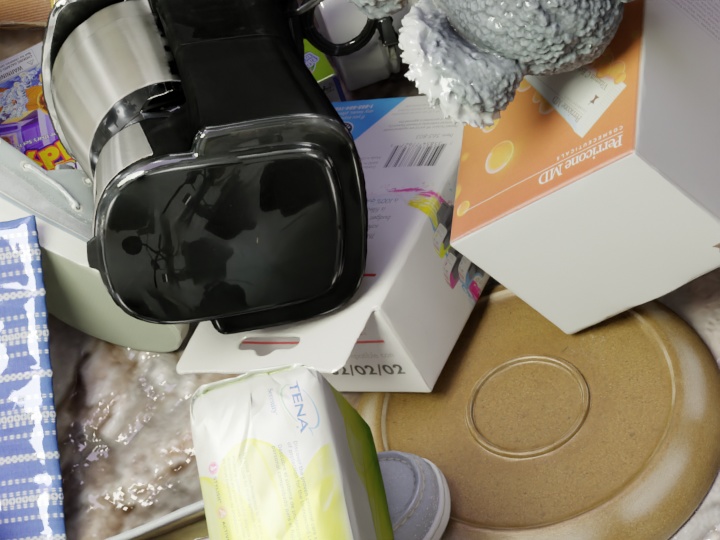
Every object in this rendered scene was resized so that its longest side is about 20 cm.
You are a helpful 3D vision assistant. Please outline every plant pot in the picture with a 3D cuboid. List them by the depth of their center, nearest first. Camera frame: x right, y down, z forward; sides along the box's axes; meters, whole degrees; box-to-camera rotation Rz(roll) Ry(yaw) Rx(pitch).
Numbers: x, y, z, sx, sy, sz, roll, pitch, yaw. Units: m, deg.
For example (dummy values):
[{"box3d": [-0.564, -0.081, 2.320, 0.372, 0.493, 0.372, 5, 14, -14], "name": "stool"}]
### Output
[{"box3d": [0.087, 0.075, 1.430, 0.199, 0.028, 0.200, -9, 49, 10], "name": "plant pot"}]

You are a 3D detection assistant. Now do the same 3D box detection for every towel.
[{"box3d": [-0.230, 0.078, 1.468, 0.144, 0.024, 0.201, -8, 81, 10], "name": "towel"}]

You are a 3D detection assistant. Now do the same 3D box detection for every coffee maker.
[{"box3d": [-0.060, -0.075, 1.431, 0.192, 0.135, 0.200, -30, 34, 2], "name": "coffee maker"}]

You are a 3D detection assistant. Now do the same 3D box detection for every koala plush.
[{"box3d": [0.062, -0.173, 1.373, 0.177, 0.184, 0.200, -31, 59, 6], "name": "koala plush"}]

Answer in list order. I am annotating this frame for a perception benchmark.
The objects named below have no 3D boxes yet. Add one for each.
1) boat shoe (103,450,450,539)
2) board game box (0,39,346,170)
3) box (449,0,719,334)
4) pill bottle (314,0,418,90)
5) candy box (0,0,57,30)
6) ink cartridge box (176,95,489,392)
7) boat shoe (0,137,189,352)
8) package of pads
[{"box3d": [-0.054, 0.138, 1.386, 0.201, 0.065, 0.075, -18, 55, 10], "name": "boat shoe"}, {"box3d": [-0.121, -0.097, 1.627, 0.200, 0.045, 0.135, -27, 49, -5], "name": "board game box"}, {"box3d": [0.130, -0.089, 1.440, 0.124, 0.097, 0.200, -27, 41, 37], "name": "box"}, {"box3d": [0.069, -0.180, 1.587, 0.200, 0.120, 0.120, -22, 48, -1], "name": "pill bottle"}, {"box3d": [-0.209, -0.246, 1.689, 0.115, 0.055, 0.201, 4, 92, 32], "name": "candy box"}, {"box3d": [0.000, 0.000, 1.470, 0.115, 0.068, 0.200, -2, 45, 37], "name": "ink cartridge box"}, {"box3d": [-0.172, -0.031, 1.525, 0.201, 0.070, 0.072, 31, 59, -3], "name": "boat shoe"}, {"box3d": [-0.019, 0.152, 1.269, 0.068, 0.155, 0.200, -14, 73, 6], "name": "package of pads"}]
